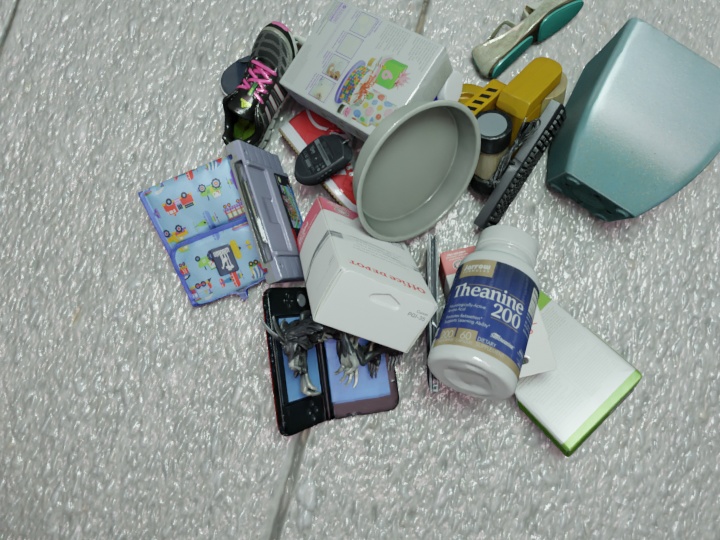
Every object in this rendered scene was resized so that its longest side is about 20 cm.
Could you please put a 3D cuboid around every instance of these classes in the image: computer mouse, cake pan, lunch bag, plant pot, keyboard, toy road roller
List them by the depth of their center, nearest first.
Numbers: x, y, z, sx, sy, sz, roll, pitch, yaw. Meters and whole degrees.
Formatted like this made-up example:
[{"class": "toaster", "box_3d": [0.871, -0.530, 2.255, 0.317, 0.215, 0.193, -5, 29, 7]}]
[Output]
[{"class": "cake pan", "box_3d": [0.071, -0.131, 0.707, 0.199, 0.201, 0.037, -39, 52, -4]}, {"class": "computer mouse", "box_3d": [-0.009, -0.183, 0.771, 0.197, 0.034, 0.059, -30, 64, 9]}, {"class": "plant pot", "box_3d": [0.380, -0.185, 0.774, 0.194, 0.196, 0.202, 32, 94, 3]}, {"class": "keyboard", "box_3d": [0.227, -0.148, 0.774, 0.021, 0.126, 0.202, 38, 108, 29]}, {"class": "toy road roller", "box_3d": [0.196, -0.230, 0.807, 0.199, 0.124, 0.146, -42, 61, -14]}, {"class": "lunch bag", "box_3d": [-0.216, -0.050, 0.821, 0.148, 0.094, 0.204, -22, 97, -2]}]

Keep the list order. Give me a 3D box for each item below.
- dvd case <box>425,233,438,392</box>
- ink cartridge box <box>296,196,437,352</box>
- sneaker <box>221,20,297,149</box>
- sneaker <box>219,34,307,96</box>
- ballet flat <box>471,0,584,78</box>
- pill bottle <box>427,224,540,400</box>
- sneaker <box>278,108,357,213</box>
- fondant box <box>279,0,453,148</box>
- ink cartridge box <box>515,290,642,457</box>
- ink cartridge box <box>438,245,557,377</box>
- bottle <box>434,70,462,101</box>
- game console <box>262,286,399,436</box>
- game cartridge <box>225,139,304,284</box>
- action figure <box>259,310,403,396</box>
[{"class": "dvd case", "box_3d": [0.101, 0.060, 0.766, 0.016, 0.149, 0.205, 0, 84, 6]}, {"class": "ink cartridge box", "box_3d": [0.000, 0.000, 0.723, 0.144, 0.201, 0.084, 22, 114, -24]}, {"class": "sneaker", "box_3d": [-0.151, -0.254, 0.783, 0.073, 0.088, 0.202, 31, 122, 2]}, {"class": "sneaker", "box_3d": [-0.130, -0.318, 0.841, 0.195, 0.079, 0.080, -11, 85, 1]}, {"class": "ballet flat", "box_3d": [0.261, -0.386, 0.853, 0.199, 0.068, 0.063, -37, 76, -3]}, {"class": "pill bottle", "box_3d": [0.163, 0.047, 0.680, 0.109, 0.111, 0.203, 23, 63, 2]}, {"class": "sneaker", "box_3d": [-0.026, -0.177, 0.829, 0.112, 0.071, 0.201, -40, 83, 0]}, {"class": "fondant box", "box_3d": [0.005, -0.266, 0.738, 0.199, 0.058, 0.146, 35, 91, 27]}, {"class": "ink cartridge box", "box_3d": [0.281, 0.142, 0.800, 0.147, 0.076, 0.200, -42, 60, -3]}, {"class": "ink cartridge box", "box_3d": [0.190, 0.065, 0.772, 0.114, 0.068, 0.204, -11, 61, 0]}, {"class": "bottle", "box_3d": [0.055, -0.281, 0.797, 0.198, 0.065, 0.084, 25, 77, 35]}, {"class": "game console", "box_3d": [-0.040, 0.117, 0.781, 0.116, 0.171, 0.205, -11, 83, 27]}, {"class": "game cartridge", "box_3d": [-0.125, -0.082, 0.793, 0.038, 0.129, 0.204, -20, 85, 22]}, {"class": "action figure", "box_3d": [-0.038, 0.109, 0.708, 0.197, 0.118, 0.105, 12, 70, -35]}]
